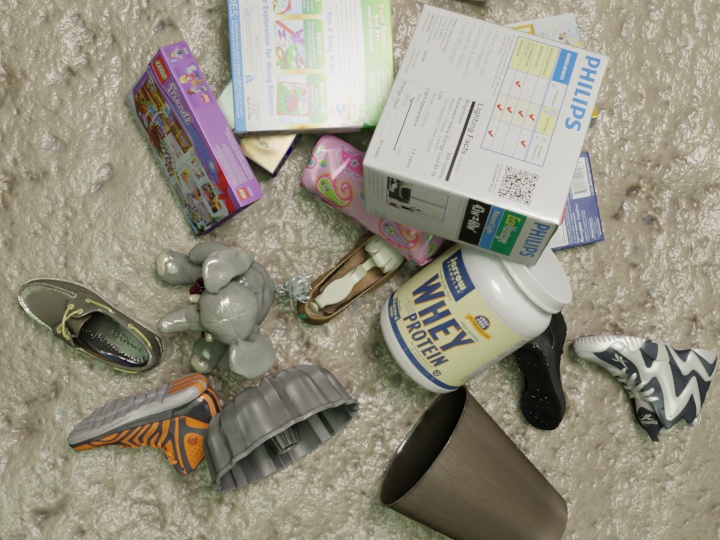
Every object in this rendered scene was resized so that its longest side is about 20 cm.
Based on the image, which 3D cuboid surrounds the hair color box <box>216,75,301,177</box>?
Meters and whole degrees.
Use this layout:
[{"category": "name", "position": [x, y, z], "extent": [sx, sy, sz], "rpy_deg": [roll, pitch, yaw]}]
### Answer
[{"category": "hair color box", "position": [-0.101, -0.233, 0.949], "extent": [0.109, 0.065, 0.201], "rpy_deg": [32, 91, -6]}]

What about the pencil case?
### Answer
[{"category": "pencil case", "position": [0.018, -0.087, 0.929], "extent": [0.199, 0.087, 0.088], "rpy_deg": [34, 90, 13]}]

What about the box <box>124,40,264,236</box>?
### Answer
[{"category": "box", "position": [-0.205, -0.153, 0.910], "extent": [0.039, 0.136, 0.202], "rpy_deg": [-30, 96, -36]}]

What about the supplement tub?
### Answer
[{"category": "supplement tub", "position": [0.137, 0.041, 0.904], "extent": [0.200, 0.145, 0.145], "rpy_deg": [-39, 95, 28]}]

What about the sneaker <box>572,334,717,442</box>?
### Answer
[{"category": "sneaker", "position": [0.372, 0.158, 0.994], "extent": [0.197, 0.079, 0.131], "rpy_deg": [10, 83, -15]}]

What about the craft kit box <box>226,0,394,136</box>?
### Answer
[{"category": "craft kit box", "position": [-0.058, -0.267, 0.900], "extent": [0.195, 0.049, 0.203], "rpy_deg": [-3, 92, -3]}]

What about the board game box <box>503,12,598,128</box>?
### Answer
[{"category": "board game box", "position": [0.166, -0.220, 0.890], "extent": [0.197, 0.034, 0.136], "rpy_deg": [-10, 77, 2]}]

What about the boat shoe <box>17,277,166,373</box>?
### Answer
[{"category": "boat shoe", "position": [-0.341, 0.068, 0.943], "extent": [0.200, 0.060, 0.073], "rpy_deg": [28, 90, -5]}]

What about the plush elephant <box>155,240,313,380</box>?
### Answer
[{"category": "plush elephant", "position": [-0.165, 0.046, 0.888], "extent": [0.198, 0.155, 0.167], "rpy_deg": [-12, 95, 15]}]

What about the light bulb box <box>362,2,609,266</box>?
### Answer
[{"category": "light bulb box", "position": [0.126, -0.139, 0.786], "extent": [0.198, 0.125, 0.200], "rpy_deg": [19, 74, 8]}]

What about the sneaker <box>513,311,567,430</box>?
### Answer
[{"category": "sneaker", "position": [0.243, 0.108, 0.985], "extent": [0.059, 0.105, 0.201], "rpy_deg": [4, 130, 29]}]

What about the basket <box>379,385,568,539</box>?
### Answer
[{"category": "basket", "position": [0.153, 0.280, 0.960], "extent": [0.199, 0.136, 0.181], "rpy_deg": [39, 84, -9]}]

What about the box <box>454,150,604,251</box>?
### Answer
[{"category": "box", "position": [0.214, -0.079, 0.995], "extent": [0.197, 0.032, 0.123], "rpy_deg": [-11, 93, -4]}]

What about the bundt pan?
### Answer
[{"category": "bundt pan", "position": [-0.104, 0.183, 0.909], "extent": [0.201, 0.202, 0.076], "rpy_deg": [-32, 71, -3]}]

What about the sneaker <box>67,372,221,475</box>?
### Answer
[{"category": "sneaker", "position": [-0.265, 0.215, 0.949], "extent": [0.198, 0.078, 0.113], "rpy_deg": [-19, 108, 10]}]

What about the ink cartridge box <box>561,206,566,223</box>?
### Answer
[{"category": "ink cartridge box", "position": [0.190, -0.159, 0.940], "extent": [0.143, 0.084, 0.202], "rpy_deg": [12, 80, 2]}]

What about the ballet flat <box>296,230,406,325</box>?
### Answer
[{"category": "ballet flat", "position": [0.000, 0.000, 0.962], "extent": [0.199, 0.072, 0.068], "rpy_deg": [-37, 94, -2]}]
